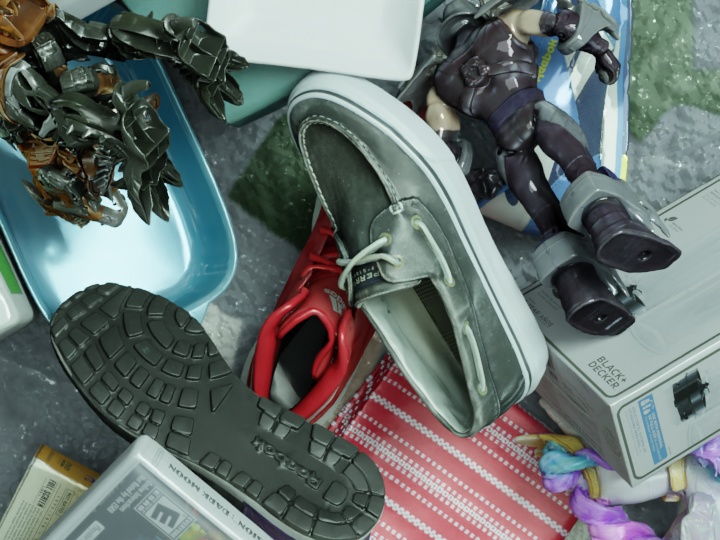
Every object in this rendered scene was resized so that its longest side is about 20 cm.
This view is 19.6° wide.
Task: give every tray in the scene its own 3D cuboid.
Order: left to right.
[{"bbox_3d":[-0.014,-0.198,1.017,0.106,0.022,0.202,7,97,3],"label":"tray"}]

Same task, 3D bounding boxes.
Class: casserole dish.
[{"bbox_3d":[-0.146,-0.050,1.117,0.120,0.039,0.201,-24,90,-25],"label":"casserole dish"}]

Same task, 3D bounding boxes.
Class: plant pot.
[{"bbox_3d":[-0.023,-0.175,1.096,0.200,0.141,0.142,-40,92,2],"label":"plant pot"}]

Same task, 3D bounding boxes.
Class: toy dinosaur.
[{"bbox_3d":[-0.141,-0.085,0.997,0.135,0.200,0.103,15,76,22],"label":"toy dinosaur"}]

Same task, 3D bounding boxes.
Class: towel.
[{"bbox_3d":[0.024,0.150,1.149,0.144,0.022,0.201,38,86,-4],"label":"towel"}]

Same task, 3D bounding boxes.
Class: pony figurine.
[{"bbox_3d":[0.194,0.145,1.111,0.198,0.167,0.195,-8,67,-9],"label":"pony figurine"}]

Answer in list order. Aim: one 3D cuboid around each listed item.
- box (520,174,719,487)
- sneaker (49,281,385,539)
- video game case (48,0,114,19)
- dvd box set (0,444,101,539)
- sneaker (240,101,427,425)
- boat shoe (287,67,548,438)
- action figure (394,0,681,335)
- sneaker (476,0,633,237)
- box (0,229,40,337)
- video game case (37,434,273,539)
[{"bbox_3d":[0.190,0.016,1.101,0.199,0.117,0.060,-31,127,-12],"label":"box"},{"bbox_3d":[-0.084,0.093,1.063,0.200,0.088,0.076,38,53,13],"label":"sneaker"},{"bbox_3d":[-0.153,-0.209,1.057,0.199,0.022,0.184,-24,62,28],"label":"video game case"},{"bbox_3d":[-0.115,0.201,1.113,0.199,0.029,0.147,27,105,-3],"label":"dvd box set"},{"bbox_3d":[0.000,0.000,1.102,0.078,0.116,0.202,22,88,-4],"label":"sneaker"},{"bbox_3d":[0.023,-0.007,1.038,0.201,0.072,0.071,54,47,-11],"label":"boat shoe"},{"bbox_3d":[0.088,-0.067,1.066,0.069,0.130,0.201,4,49,-42],"label":"action figure"},{"bbox_3d":[0.104,-0.115,1.136,0.081,0.074,0.202,2,88,-2],"label":"sneaker"},{"bbox_3d":[-0.293,-0.016,1.051,0.199,0.171,0.200,-27,92,-6],"label":"box"},{"bbox_3d":[-0.100,0.201,1.058,0.182,0.023,0.200,40,119,-10],"label":"video game case"}]
